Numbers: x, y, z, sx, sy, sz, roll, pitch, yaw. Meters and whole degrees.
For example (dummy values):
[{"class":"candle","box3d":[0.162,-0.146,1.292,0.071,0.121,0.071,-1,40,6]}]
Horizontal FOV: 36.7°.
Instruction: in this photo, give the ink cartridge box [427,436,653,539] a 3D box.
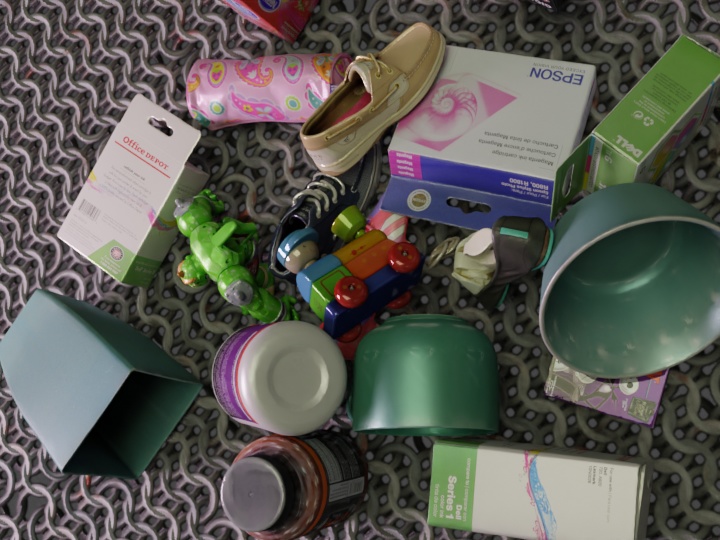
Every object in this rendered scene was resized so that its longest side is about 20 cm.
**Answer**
[{"class":"ink cartridge box","box3d":[0.180,0.216,1.066,0.197,0.145,0.085,4,84,20]}]

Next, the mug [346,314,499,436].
[{"class":"mug","box3d":[0.052,0.110,1.124,0.182,0.152,0.116,-3,78,19]}]

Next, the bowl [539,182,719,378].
[{"class":"bowl","box3d":[0.256,-0.003,1.036,0.199,0.201,0.106,-27,39,14]}]

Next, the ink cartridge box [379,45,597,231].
[{"class":"ink cartridge box","box3d":[0.134,-0.142,1.160,0.194,0.043,0.202,12,67,20]}]

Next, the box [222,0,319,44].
[{"class":"box","box3d":[-0.124,-0.348,1.227,0.095,0.200,0.100,33,93,23]}]

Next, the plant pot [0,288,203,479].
[{"class":"plant pot","box3d":[-0.319,0.119,1.267,0.200,0.141,0.142,40,96,28]}]

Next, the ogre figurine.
[{"class":"ogre figurine","box3d":[-0.149,-0.019,1.232,0.097,0.120,0.203,-20,75,16]}]

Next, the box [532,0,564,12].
[{"class":"box","box3d":[0.179,-0.388,1.102,0.158,0.046,0.202,30,93,21]}]

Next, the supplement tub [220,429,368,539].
[{"class":"supplement tub","box3d":[-0.070,0.222,1.125,0.105,0.200,0.109,-2,84,20]}]

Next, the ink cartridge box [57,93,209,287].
[{"class":"ink cartridge box","box3d":[-0.264,-0.096,1.312,0.116,0.067,0.202,32,95,21]}]

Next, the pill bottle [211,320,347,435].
[{"class":"pill bottle","box3d":[-0.093,0.112,1.149,0.111,0.200,0.114,1,86,-20]}]

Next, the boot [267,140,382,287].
[{"class":"boot","box3d":[-0.038,-0.076,1.216,0.072,0.090,0.203,19,89,21]}]

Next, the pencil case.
[{"class":"pencil case","box3d":[-0.101,-0.207,1.262,0.197,0.087,0.089,2,83,19]}]

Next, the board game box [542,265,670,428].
[{"class":"board game box","box3d":[0.271,0.048,1.122,0.119,0.032,0.203,15,87,17]}]

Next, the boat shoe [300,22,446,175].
[{"class":"boat shoe","box3d":[0.013,-0.195,1.169,0.201,0.069,0.074,-51,46,-5]}]

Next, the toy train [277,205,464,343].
[{"class":"toy train","box3d":[0.018,-0.024,1.139,0.199,0.085,0.116,-33,66,-24]}]

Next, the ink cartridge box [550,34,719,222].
[{"class":"ink cartridge box","box3d":[0.273,-0.124,1.070,0.059,0.104,0.200,39,74,20]}]

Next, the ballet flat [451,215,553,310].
[{"class":"ballet flat","box3d":[0.132,-0.014,1.090,0.067,0.200,0.069,14,70,-5]}]

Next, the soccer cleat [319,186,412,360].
[{"class":"soccer cleat","box3d":[0.000,0.000,1.195,0.076,0.067,0.203,17,93,-15]}]

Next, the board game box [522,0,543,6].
[{"class":"board game box","box3d":[0.143,-0.399,1.193,0.198,0.097,0.161,20,89,21]}]
